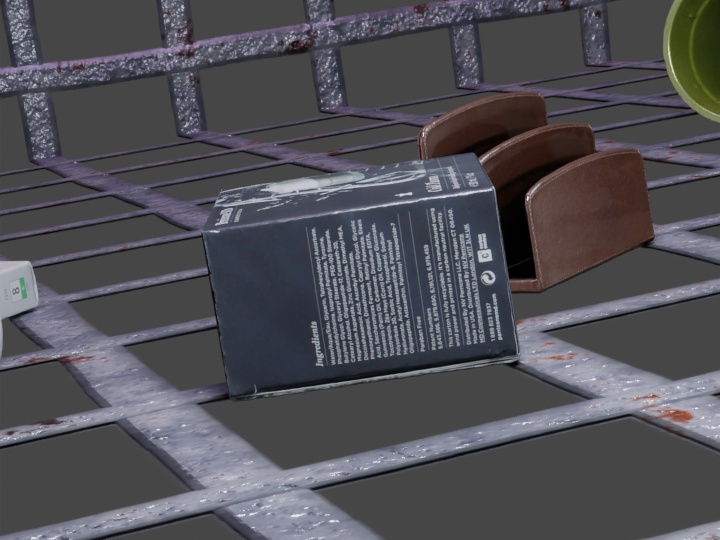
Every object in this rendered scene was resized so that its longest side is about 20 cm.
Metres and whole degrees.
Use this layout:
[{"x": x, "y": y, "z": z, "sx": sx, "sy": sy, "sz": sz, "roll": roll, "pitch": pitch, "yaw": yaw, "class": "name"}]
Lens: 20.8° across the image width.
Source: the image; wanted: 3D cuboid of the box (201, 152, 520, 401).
[{"x": 0.000, "y": 0.000, "z": 1.369, "sx": 0.195, "sy": 0.125, "sz": 0.200, "roll": -10, "pitch": 10, "yaw": 1, "class": "box"}]

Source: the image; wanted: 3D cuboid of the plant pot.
[{"x": 0.495, "y": -0.270, "z": 2.394, "sx": 0.199, "sy": 0.201, "sz": 0.190, "roll": -2, "pitch": -2, "yaw": 30, "class": "plant pot"}]

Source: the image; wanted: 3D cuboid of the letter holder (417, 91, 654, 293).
[{"x": 0.144, "y": -0.072, "z": 1.590, "sx": 0.100, "sy": 0.143, "sz": 0.200, "roll": -1, "pitch": 12, "yaw": 35, "class": "letter holder"}]

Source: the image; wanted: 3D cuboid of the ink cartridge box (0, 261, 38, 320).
[{"x": -0.407, "y": 0.037, "z": 1.717, "sx": 0.160, "sy": 0.050, "sz": 0.200, "roll": 0, "pitch": 17, "yaw": 38, "class": "ink cartridge box"}]

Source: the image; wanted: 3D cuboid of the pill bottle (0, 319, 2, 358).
[{"x": -0.359, "y": 0.055, "z": 1.365, "sx": 0.111, "sy": 0.112, "sz": 0.199, "roll": 2, "pitch": 14, "yaw": 45, "class": "pill bottle"}]
